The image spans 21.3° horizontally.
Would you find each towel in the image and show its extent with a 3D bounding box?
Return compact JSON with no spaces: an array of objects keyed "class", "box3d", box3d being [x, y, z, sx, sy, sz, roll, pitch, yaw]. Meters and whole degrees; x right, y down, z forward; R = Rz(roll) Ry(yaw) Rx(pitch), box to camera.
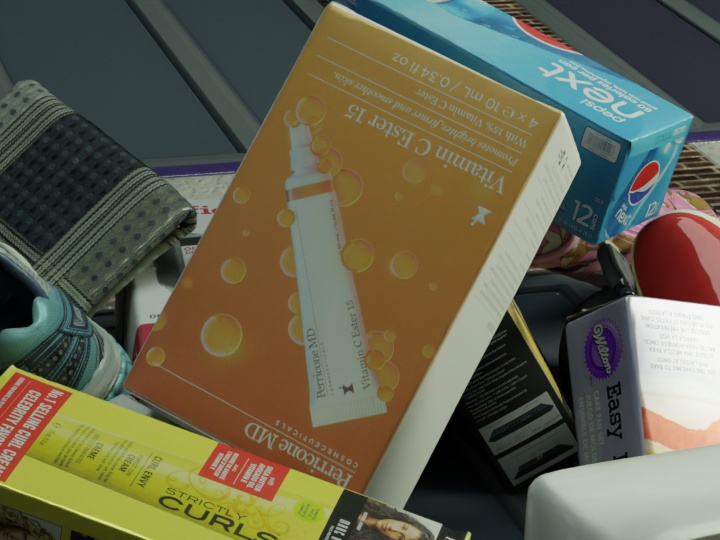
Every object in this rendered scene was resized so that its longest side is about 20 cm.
[{"class":"towel","box3d":[-0.206,-0.001,1.056,0.200,0.035,0.192,-44,47,-11]}]

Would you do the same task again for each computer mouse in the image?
[{"class":"computer mouse","box3d":[0.127,0.039,1.027,0.046,0.141,0.200,-6,25,8]}]

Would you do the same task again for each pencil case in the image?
[{"class":"pencil case","box3d":[0.145,-0.026,1.137,0.200,0.086,0.083,16,43,-52]}]

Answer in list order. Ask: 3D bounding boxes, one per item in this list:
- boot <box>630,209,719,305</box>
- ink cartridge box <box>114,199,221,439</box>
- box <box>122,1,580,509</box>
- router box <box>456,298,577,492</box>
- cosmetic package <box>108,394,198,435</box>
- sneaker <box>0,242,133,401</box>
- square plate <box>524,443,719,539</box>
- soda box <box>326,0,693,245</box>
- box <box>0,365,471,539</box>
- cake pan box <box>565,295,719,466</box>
[{"class":"boot","box3d":[0.189,0.046,0.947,0.200,0.072,0.144,59,15,20]},{"class":"ink cartridge box","box3d":[-0.057,0.036,1.050,0.146,0.083,0.200,-1,27,-11]},{"class":"box","box3d":[0.000,0.000,0.884,0.124,0.200,0.097,26,-5,15]},{"class":"router box","box3d":[0.047,0.004,1.054,0.052,0.157,0.200,-30,29,5]},{"class":"cosmetic package","box3d":[-0.071,0.141,0.835,0.200,0.085,0.107,24,32,34]},{"class":"sneaker","box3d":[-0.196,0.009,0.957,0.200,0.086,0.078,25,68,37]},{"class":"square plate","box3d":[0.150,0.157,0.712,0.198,0.201,0.028,-7,18,-24]},{"class":"soda box","box3d":[0.071,-0.094,1.019,0.200,0.064,0.068,34,34,27]},{"class":"box","box3d":[-0.063,0.105,0.744,0.199,0.050,0.075,19,33,9]},{"class":"cake pan box","box3d":[0.185,0.112,0.814,0.199,0.185,0.052,9,-20,-29]}]
